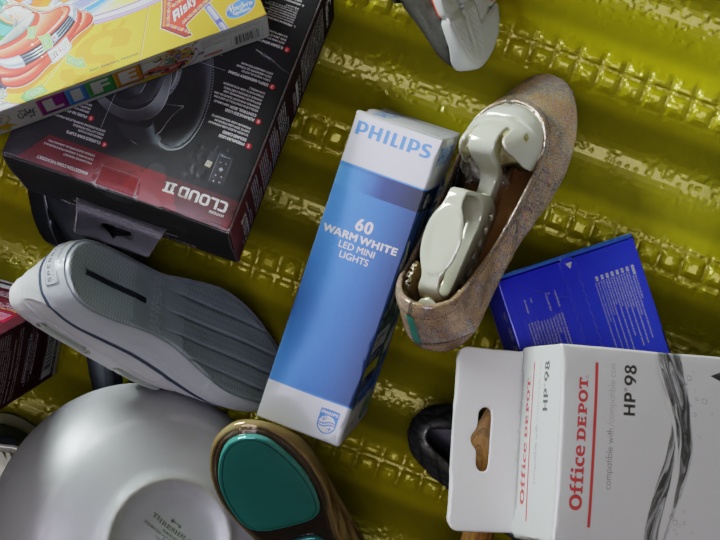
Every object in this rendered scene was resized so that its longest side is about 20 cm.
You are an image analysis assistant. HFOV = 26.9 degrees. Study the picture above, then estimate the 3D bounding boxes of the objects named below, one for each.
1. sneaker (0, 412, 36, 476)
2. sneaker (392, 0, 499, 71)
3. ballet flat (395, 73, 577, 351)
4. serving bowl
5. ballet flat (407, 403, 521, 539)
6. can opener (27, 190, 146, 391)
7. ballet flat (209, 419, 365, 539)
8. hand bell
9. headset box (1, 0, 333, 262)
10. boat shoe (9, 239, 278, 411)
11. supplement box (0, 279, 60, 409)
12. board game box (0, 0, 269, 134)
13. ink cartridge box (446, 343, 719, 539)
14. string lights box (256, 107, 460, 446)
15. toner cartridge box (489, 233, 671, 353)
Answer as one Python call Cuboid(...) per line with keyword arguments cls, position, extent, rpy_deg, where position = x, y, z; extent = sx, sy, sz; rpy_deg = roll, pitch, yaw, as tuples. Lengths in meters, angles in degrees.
Cuboid(cls="sneaker", position=(-0.189, 0.164, 1.011), extent=(0.200, 0.090, 0.067), rpy_deg=(26, 100, 3))
Cuboid(cls="sneaker", position=(0.019, -0.212, 0.952), extent=(0.082, 0.077, 0.200), rpy_deg=(-23, 94, 37))
Cuboid(cls="ballet flat", position=(0.077, -0.046, 0.918), extent=(0.068, 0.067, 0.200), rpy_deg=(13, 71, 30))
Cuboid(cls="serving bowl", position=(-0.134, 0.173, 0.963), extent=(0.200, 0.066, 0.200), rpy_deg=(1, 87, -28))
Cuboid(cls="ballet flat", position=(0.115, 0.156, 0.985), extent=(0.200, 0.057, 0.067), rpy_deg=(31, 97, 2))
Cuboid(cls="can opener", position=(-0.169, 0.002, 1.010), extent=(0.063, 0.079, 0.200), rpy_deg=(-19, 100, -29))
Cuboid(cls="ballet flat", position=(-0.043, 0.150, 0.964), extent=(0.069, 0.063, 0.200), rpy_deg=(-14, 129, 12))
Cuboid(cls="hand bell", position=(0.073, 0.172, 0.948), extent=(0.104, 0.104, 0.200), rpy_deg=(10, 112, 6))
Cuboid(cls="headset box", position=(-0.118, -0.108, 0.935), extent=(0.149, 0.077, 0.200), rpy_deg=(18, 77, 5))
Cuboid(cls="boat shoe", position=(-0.134, 0.037, 0.969), extent=(0.067, 0.074, 0.200), rpy_deg=(-18, 140, 37))
Cuboid(cls="supplement box", position=(-0.269, 0.048, 0.950), extent=(0.109, 0.200, 0.061), rpy_deg=(14, 100, 6))
Cuboid(cls="board game box", position=(-0.171, -0.169, 0.892), extent=(0.200, 0.034, 0.135), rpy_deg=(-22, 77, -6))
Cuboid(cls="ink cartridge box", position=(0.158, 0.106, 0.888), extent=(0.200, 0.067, 0.116), rpy_deg=(5, 83, -14))
Cuboid(cls="string lights box", position=(0.000, 0.000, 0.956), extent=(0.059, 0.103, 0.200), rpy_deg=(20, 100, 7))
Cuboid(cls="toner cartridge box", position=(0.155, 0.086, 0.953), extent=(0.095, 0.043, 0.200), rpy_deg=(-17, 88, -10))
